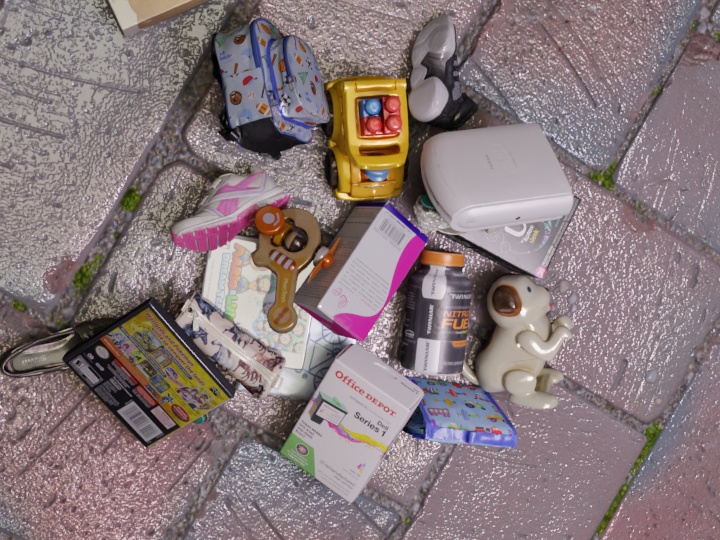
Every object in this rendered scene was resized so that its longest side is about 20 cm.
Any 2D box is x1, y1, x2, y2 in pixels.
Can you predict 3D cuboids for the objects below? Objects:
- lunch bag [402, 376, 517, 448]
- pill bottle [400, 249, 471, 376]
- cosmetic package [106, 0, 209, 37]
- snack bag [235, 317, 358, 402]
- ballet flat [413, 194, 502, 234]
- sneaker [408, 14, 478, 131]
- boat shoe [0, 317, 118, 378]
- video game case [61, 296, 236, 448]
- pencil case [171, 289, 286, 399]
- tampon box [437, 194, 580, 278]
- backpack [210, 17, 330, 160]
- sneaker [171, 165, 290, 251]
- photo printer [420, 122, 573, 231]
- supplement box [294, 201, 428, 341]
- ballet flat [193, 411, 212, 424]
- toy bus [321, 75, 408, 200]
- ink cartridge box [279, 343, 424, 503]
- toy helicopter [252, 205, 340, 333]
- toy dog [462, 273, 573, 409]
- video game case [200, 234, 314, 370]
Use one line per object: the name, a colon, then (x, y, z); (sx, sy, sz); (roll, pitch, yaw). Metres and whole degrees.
lunch bag: (0.156, 0.242, 1.548); (0.150, 0.200, 0.094); (9, 93, -12)
pill bottle: (0.126, 0.066, 1.574); (0.106, 0.106, 0.200); (4, 95, -12)
cosmetic package: (-0.292, -0.445, 1.457); (0.200, 0.071, 0.105); (-27, 100, -8)
snack bag: (-0.102, 0.123, 1.577); (0.200, 0.021, 0.189); (6, 93, -9)
ballet flat: (0.177, -0.087, 1.471); (0.200, 0.072, 0.072); (-2, 96, -8)
sneaker: (0.139, -0.310, 1.559); (0.114, 0.075, 0.200); (33, 59, -44)
boat shoe: (-0.458, 0.125, 1.485); (0.200, 0.057, 0.067); (-17, 98, -9)
video game case: (-0.321, 0.159, 1.460); (0.181, 0.026, 0.200); (-31, 111, 18)
pencil case: (-0.205, 0.116, 1.481); (0.200, 0.089, 0.078); (39, 87, -9)
tampon box: (0.224, -0.098, 1.567); (0.200, 0.126, 0.150); (26, 89, -12)
backpack: (-0.141, -0.281, 1.444); (0.154, 0.200, 0.191); (-22, 84, 11)
sneaker: (-0.213, -0.099, 1.498); (0.200, 0.081, 0.088); (-27, 73, -29)
photo printer: (0.193, -0.139, 1.421); (0.200, 0.069, 0.167); (-8, 53, -12)
supplement box: (0.000, 0.000, 1.519); (0.101, 0.103, 0.200); (40, 75, -24)
ballet flat: (-0.312, 0.163, 1.520); (0.200, 0.072, 0.072); (40, 87, -15)
toy bus: (0.022, -0.206, 1.485); (0.136, 0.192, 0.200); (-5, 98, -13)
ink cartridge box: (-0.014, 0.240, 1.518); (0.145, 0.084, 0.200); (34, 112, 10)
toy helicopter: (-0.102, 0.000, 1.470); (0.132, 0.079, 0.200); (5, 72, 1)
toy dog: (0.261, 0.102, 1.593); (0.194, 0.140, 0.200); (8, 111, 24)
video game case: (-0.165, 0.049, 1.539); (0.182, 0.024, 0.200); (9, 91, -8)
